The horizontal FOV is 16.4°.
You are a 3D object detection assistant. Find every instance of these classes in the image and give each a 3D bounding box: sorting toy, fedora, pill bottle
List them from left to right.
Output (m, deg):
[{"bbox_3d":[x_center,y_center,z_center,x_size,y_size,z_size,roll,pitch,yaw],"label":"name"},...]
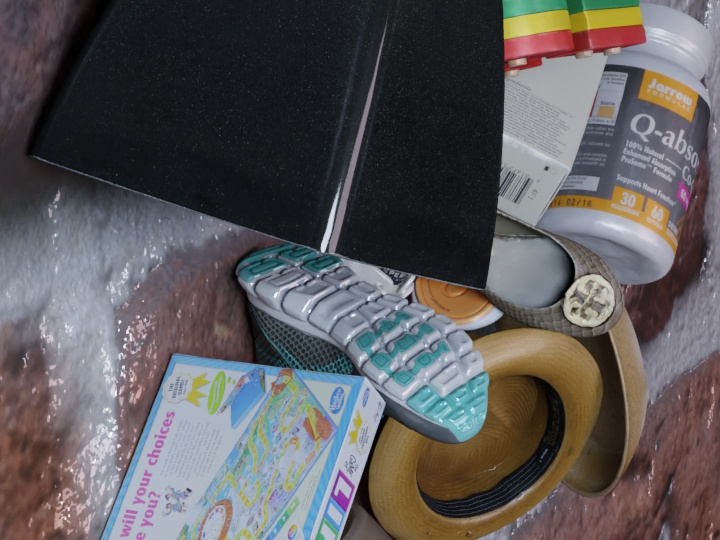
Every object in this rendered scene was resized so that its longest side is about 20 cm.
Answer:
[{"bbox_3d":[0.073,0.101,1.729,0.200,0.082,0.201,-21,137,-22],"label":"fedora"},{"bbox_3d":[0.072,-0.153,1.531,0.199,0.200,0.070,-13,93,-54],"label":"sorting toy"},{"bbox_3d":[0.207,-0.099,1.939,0.116,0.116,0.200,45,56,-56],"label":"pill bottle"}]

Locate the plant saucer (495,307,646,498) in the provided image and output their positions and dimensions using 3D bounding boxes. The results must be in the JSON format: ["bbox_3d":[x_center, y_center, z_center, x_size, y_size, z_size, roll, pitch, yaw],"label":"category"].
[{"bbox_3d":[0.158,0.064,1.811,0.035,0.200,0.201,-14,113,-20],"label":"plant saucer"}]

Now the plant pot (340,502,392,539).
[{"bbox_3d":[-0.015,0.245,1.551,0.200,0.200,0.175,-47,116,-48],"label":"plant pot"}]

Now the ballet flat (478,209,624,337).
[{"bbox_3d":[0.091,-0.016,1.677,0.067,0.200,0.046,-57,-174,0],"label":"ballet flat"}]

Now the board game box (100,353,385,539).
[{"bbox_3d":[-0.079,0.149,1.432,0.034,0.134,0.200,54,50,-52],"label":"board game box"}]

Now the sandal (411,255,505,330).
[{"bbox_3d":[0.078,-0.047,1.760,0.059,0.079,0.207,64,33,-43],"label":"sandal"}]

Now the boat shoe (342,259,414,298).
[{"bbox_3d":[0.000,0.000,1.619,0.071,0.070,0.200,-6,100,-62],"label":"boat shoe"}]

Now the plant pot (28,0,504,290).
[{"bbox_3d":[-0.028,-0.107,1.373,0.199,0.200,0.178,11,97,-62],"label":"plant pot"}]

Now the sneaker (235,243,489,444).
[{"bbox_3d":[0.003,0.060,1.522,0.078,0.200,0.091,-23,132,-33],"label":"sneaker"}]

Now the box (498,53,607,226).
[{"bbox_3d":[0.120,-0.125,1.754,0.068,0.082,0.200,-60,-176,42],"label":"box"}]
